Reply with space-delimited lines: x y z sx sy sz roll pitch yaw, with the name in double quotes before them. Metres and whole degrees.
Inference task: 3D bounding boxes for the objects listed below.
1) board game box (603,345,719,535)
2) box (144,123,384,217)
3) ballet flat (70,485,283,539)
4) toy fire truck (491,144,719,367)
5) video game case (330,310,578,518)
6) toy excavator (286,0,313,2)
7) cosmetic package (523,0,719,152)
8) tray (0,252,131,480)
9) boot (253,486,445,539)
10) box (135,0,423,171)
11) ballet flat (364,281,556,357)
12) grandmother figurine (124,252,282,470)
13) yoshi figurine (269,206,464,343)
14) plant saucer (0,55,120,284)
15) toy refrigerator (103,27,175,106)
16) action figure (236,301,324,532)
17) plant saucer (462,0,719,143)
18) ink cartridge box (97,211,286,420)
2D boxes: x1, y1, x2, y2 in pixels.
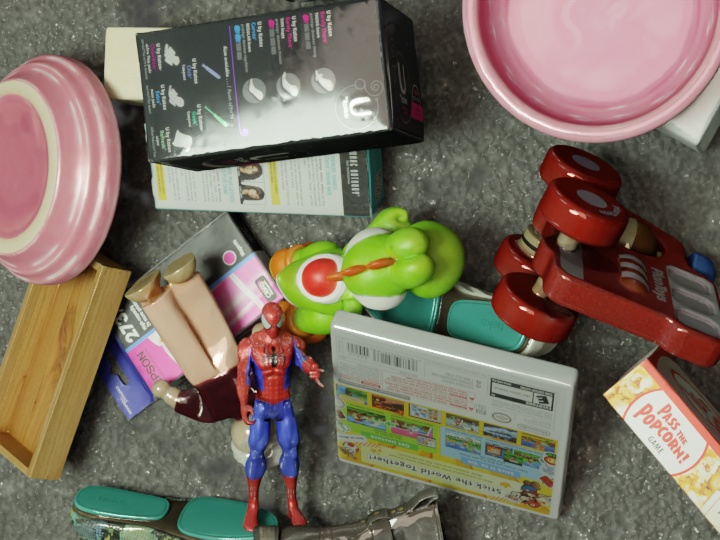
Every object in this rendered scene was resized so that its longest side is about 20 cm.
"board game box" 0.277 0.153 1.168 0.046 0.151 0.200 -42 82 12
"box" -0.082 -0.096 1.297 0.199 0.049 0.083 3 115 15
"ballet flat" -0.162 0.237 1.339 0.199 0.074 0.075 8 93 16
"toy fire truck" 0.200 -0.004 1.168 0.167 0.200 0.112 24 114 -3
"video game case" 0.074 0.120 1.228 0.199 0.023 0.182 13 139 14
"toy excavator" 0.044 -0.304 1.248 0.199 0.194 0.100 -9 83 -29
"cosmetic package" 0.231 -0.228 1.187 0.200 0.123 0.200 29 98 11
"tray" -0.276 0.076 1.352 0.099 0.037 0.201 27 98 44
"boot" 0.002 0.284 1.282 0.173 0.069 0.201 -7 117 -3
"box" -0.061 -0.143 1.188 0.199 0.122 0.107 -6 89 15
"ballet flat" 0.082 0.037 1.254 0.200 0.069 0.070 17 96 43
"grandmother figurine" -0.126 0.089 1.295 0.121 0.061 0.200 -24 106 27
"yoshi figurine" 0.012 0.005 1.236 0.112 0.112 0.200 50 147 -17
"plant saucer" -0.287 -0.089 1.311 0.200 0.051 0.201 -2 87 45
"toy refrigerator" -0.116 -0.178 1.304 0.199 0.076 0.070 3 92 15
"action figure" -0.068 0.129 1.239 0.065 0.099 0.201 -3 105 -10
"plant saucer" 0.177 -0.195 1.113 0.200 0.051 0.201 1 93 16
"ink cartridge box" -0.164 0.042 1.344 0.200 0.037 0.095 -37 82 15
